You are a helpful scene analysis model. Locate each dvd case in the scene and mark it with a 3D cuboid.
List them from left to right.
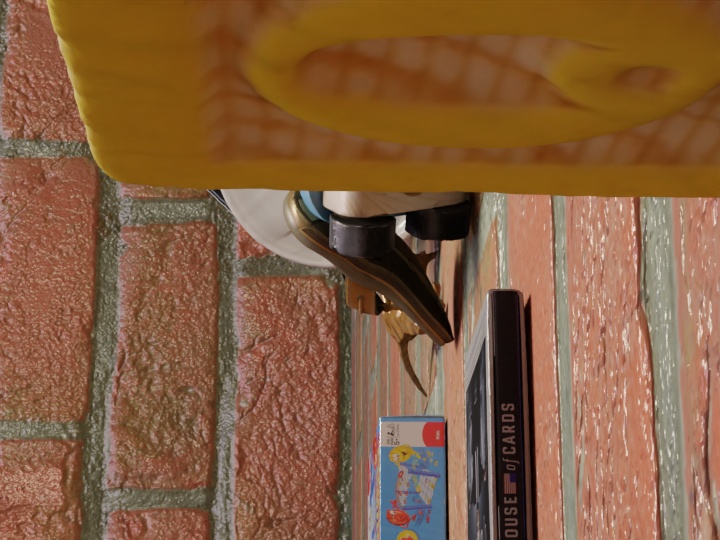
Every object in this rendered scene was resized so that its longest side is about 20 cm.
[{"bbox_3d":[0.079,0.128,1.111,0.150,0.025,0.201,97,174,-72],"label":"dvd case"}]

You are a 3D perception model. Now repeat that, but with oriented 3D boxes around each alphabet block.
[{"bbox_3d":[0.029,-0.137,0.441,0.196,0.194,0.201,93,178,-77],"label":"alphabet block"}]

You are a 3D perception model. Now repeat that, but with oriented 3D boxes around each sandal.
[{"bbox_3d":[0.000,0.000,1.471,0.200,0.054,0.081,34,-151,-41],"label":"sandal"}]

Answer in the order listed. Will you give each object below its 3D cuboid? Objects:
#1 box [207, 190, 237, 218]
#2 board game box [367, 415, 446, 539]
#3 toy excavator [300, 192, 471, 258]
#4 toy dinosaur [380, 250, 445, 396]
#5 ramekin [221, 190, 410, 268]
[{"bbox_3d":[-0.070,-0.174,1.814,0.200,0.124,0.197,-43,12,15],"label":"box"},{"bbox_3d":[0.038,0.241,1.642,0.196,0.055,0.201,98,172,-73],"label":"board game box"},{"bbox_3d":[0.021,-0.097,1.436,0.200,0.193,0.101,31,126,54],"label":"toy excavator"},{"bbox_3d":[0.037,0.042,1.681,0.200,0.060,0.107,100,169,-76],"label":"toy dinosaur"},{"bbox_3d":[-0.024,-0.111,1.674,0.094,0.201,0.204,-68,-20,-70],"label":"ramekin"}]
